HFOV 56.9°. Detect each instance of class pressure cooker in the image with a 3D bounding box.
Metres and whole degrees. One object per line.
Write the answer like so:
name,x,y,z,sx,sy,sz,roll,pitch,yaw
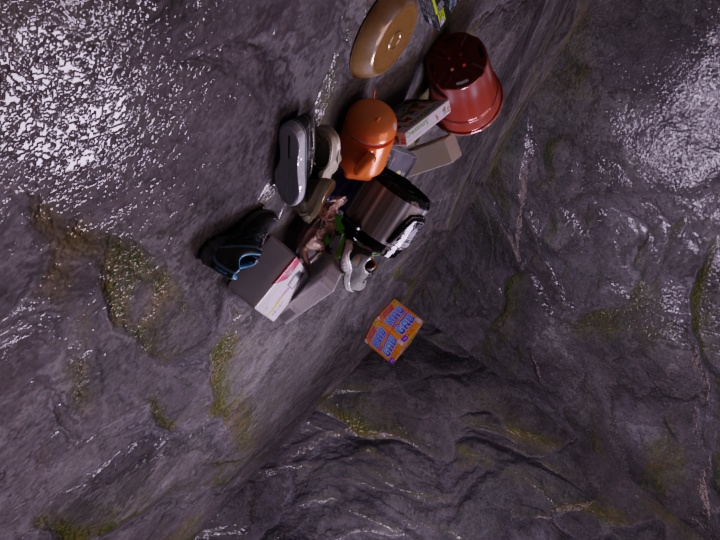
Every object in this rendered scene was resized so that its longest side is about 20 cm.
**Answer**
pressure cooker,0.052,-0.126,1.585,0.201,0.174,0.179,-56,-164,16

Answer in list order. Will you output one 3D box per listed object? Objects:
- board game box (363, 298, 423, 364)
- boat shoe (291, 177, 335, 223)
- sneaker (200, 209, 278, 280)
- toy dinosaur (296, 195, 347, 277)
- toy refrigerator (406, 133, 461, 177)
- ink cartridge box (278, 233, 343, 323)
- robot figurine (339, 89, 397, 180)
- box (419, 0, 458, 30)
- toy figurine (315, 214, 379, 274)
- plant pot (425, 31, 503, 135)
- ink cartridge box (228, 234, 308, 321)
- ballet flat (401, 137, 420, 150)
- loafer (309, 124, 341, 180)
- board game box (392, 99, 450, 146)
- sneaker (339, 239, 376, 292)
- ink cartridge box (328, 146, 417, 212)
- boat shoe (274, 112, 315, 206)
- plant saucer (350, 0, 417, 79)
board game box,0.174,0.320,3.497,0.200,0.199,0.201,-42,164,-43
boat shoe,-0.102,-0.149,1.335,0.073,0.065,0.200,-58,-172,-14
sneaker,-0.213,-0.047,1.267,0.200,0.081,0.074,-44,163,-44
toy dinosaur,-0.104,-0.091,1.516,0.202,0.085,0.135,-62,167,2
toy refrigerator,0.162,-0.296,1.769,0.198,0.071,0.076,-15,-164,34
ink cartridge box,-0.113,0.021,1.630,0.199,0.045,0.177,-34,-157,39
robot figurine,0.013,-0.276,1.406,0.144,0.116,0.201,-45,165,-34
box,0.187,-0.607,1.325,0.194,0.047,0.200,-53,169,7
toy figurine,-0.019,-0.072,1.787,0.196,0.153,0.184,-11,180,0
plant pot,0.248,-0.469,1.637,0.202,0.200,0.195,-52,160,-2
ink cartridge box,-0.201,0.022,1.499,0.148,0.085,0.200,-51,168,-7
ballet flat,0.110,-0.333,1.722,0.201,0.064,0.067,-50,-166,-21
loafer,-0.074,-0.234,1.314,0.068,0.075,0.200,-49,177,-22
board game box,0.109,-0.349,1.555,0.200,0.125,0.035,-43,131,-39
sneaker,0.000,0.000,1.566,0.201,0.078,0.075,79,24,-65
ink cartridge box,0.031,-0.223,1.653,0.199,0.047,0.199,2,125,-54
boat shoe,-0.112,-0.203,1.237,0.071,0.072,0.201,-40,161,-32
plant saucer,0.054,-0.449,1.275,0.201,0.035,0.201,-50,168,-15
